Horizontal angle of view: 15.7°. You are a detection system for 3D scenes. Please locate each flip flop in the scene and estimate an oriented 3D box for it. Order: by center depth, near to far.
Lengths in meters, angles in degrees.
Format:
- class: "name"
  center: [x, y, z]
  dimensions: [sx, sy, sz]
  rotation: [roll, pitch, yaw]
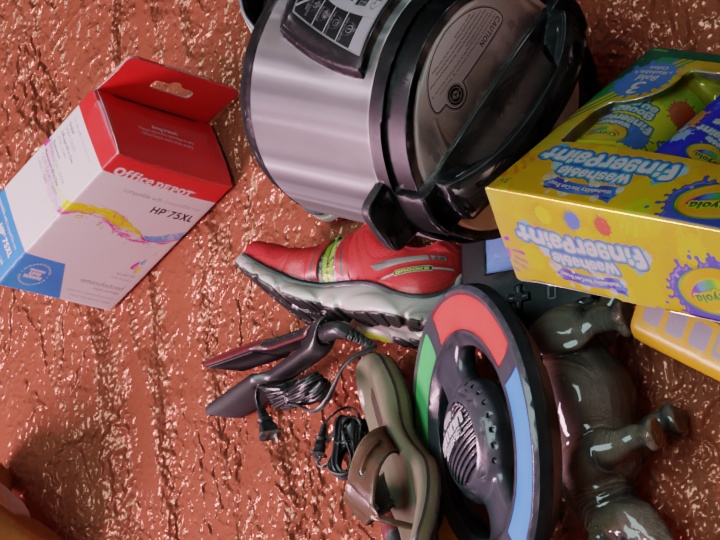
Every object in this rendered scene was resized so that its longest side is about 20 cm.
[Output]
- class: "flip flop"
  center: [0.013, 0.132, 1.715]
  dimensions: [0.201, 0.057, 0.082]
  rotation: [-107, 19, -46]

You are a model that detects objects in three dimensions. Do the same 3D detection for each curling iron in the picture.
- class: "curling iron"
  center: [0.015, 0.182, 1.759]
  dimensions: [0.049, 0.026, 0.201]
  rotation: [-22, 63, -1]

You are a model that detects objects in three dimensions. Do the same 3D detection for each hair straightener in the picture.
- class: "hair straightener"
  center: [-0.049, 0.082, 1.821]
  dimensions: [0.199, 0.041, 0.078]
  rotation: [-20, 67, 52]

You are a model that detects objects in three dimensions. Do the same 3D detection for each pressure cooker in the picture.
- class: "pressure cooker"
  center: [0.046, -0.110, 1.644]
  dimensions: [0.199, 0.178, 0.177]
  rotation: [15, 106, 45]

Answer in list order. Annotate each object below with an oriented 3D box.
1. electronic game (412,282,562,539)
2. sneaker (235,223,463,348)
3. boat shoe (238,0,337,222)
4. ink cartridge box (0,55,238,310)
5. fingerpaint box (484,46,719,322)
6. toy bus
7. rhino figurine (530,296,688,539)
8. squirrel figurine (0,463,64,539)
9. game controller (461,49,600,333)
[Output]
- class: "electronic game"
  center: [0.076, 0.109, 1.659]
  dimensions: [0.200, 0.041, 0.202]
  rotation: [176, 90, -70]
- class: "sneaker"
  center: [0.000, 0.000, 1.807]
  dimensions: [0.199, 0.077, 0.085]
  rotation: [12, 69, 42]
- class: "boat shoe"
  center: [-0.050, -0.129, 1.882]
  dimensions: [0.073, 0.062, 0.201]
  rotation: [-29, 60, 37]
- class: "ink cartridge box"
  center: [-0.181, -0.063, 1.961]
  dimensions: [0.200, 0.116, 0.068]
  rotation: [-44, 51, 30]
- class: "fingerpaint box"
  center: [0.202, -0.053, 1.529]
  dimensions: [0.199, 0.167, 0.074]
  rotation: [13, 134, 47]
- class: "toy bus"
  center: [0.254, 0.041, 1.526]
  dimensions: [0.199, 0.065, 0.079]
  rotation: [28, 100, 46]
- class: "rhino figurine"
  center: [0.155, 0.106, 1.616]
  dimensions: [0.087, 0.060, 0.202]
  rotation: [-22, 72, 35]
- class: "squirrel figurine"
  center: [-0.343, 0.238, 1.990]
  dimensions: [0.141, 0.200, 0.187]
  rotation: [40, 96, 36]
- class: "game controller"
  center: [0.112, -0.054, 1.713]
  dimensions: [0.104, 0.042, 0.202]
  rotation: [-14, 71, 43]
